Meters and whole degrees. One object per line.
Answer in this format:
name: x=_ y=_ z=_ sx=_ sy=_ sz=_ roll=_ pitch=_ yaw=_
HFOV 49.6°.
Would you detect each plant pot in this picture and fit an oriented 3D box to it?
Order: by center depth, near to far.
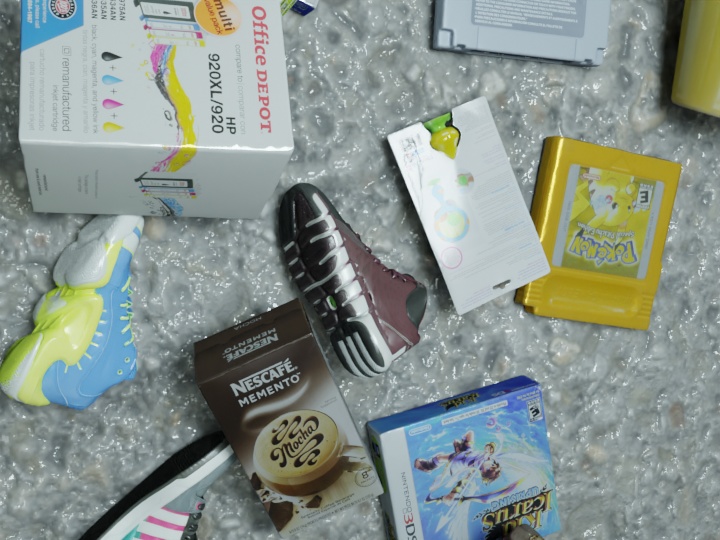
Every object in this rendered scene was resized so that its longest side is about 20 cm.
plant pot: x=0.433 y=-0.258 z=0.843 sx=0.200 sy=0.201 sz=0.189 roll=6 pitch=112 yaw=-19

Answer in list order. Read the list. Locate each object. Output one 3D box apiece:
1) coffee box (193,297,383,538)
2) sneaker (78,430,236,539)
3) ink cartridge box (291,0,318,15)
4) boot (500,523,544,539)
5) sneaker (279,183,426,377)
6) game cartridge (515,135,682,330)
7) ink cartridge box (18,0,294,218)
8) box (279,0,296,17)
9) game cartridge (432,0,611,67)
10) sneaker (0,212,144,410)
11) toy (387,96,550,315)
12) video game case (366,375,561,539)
coffee box: x=-0.068 y=0.143 z=0.748 sx=0.113 sy=0.080 sz=0.200 roll=-24 pitch=117 yaw=-3
sneaker: x=-0.172 y=0.258 z=0.754 sx=0.200 sy=0.084 sz=0.121 roll=-40 pitch=103 yaw=-2
ink cartridge box: x=-0.055 y=-0.356 z=0.733 sx=0.094 sy=0.044 sz=0.200 roll=20 pitch=91 yaw=-21
boot: x=0.099 y=0.330 z=0.800 sx=0.200 sy=0.064 sz=0.186 roll=-40 pitch=154 yaw=15
sneaker: x=0.000 y=0.000 z=0.789 sx=0.115 sy=0.076 sz=0.200 roll=-21 pitch=87 yaw=-44
game cartridge: x=0.274 y=-0.039 z=0.893 sx=0.176 sy=0.032 sz=0.201 roll=8 pitch=94 yaw=-19
ink cartridge box: x=-0.170 y=-0.137 z=0.650 sx=0.199 sy=0.145 sz=0.148 roll=0 pitch=73 yaw=-19
box: x=-0.109 y=-0.331 z=0.680 sx=0.200 sy=0.035 sz=0.110 roll=42 pitch=93 yaw=2
game cartridge: x=0.173 y=-0.292 z=0.824 sx=0.199 sy=0.040 sz=0.134 roll=1 pitch=100 yaw=-19
sneaker: x=-0.239 y=0.040 z=0.721 sx=0.105 sy=0.076 sz=0.200 roll=36 pitch=84 yaw=-38
toy: x=0.112 y=-0.069 z=0.827 sx=0.115 sy=0.047 sz=0.200 roll=-24 pitch=101 yaw=-11
video game case: x=0.120 y=0.232 z=0.871 sx=0.200 sy=0.045 sz=0.182 roll=-14 pitch=102 yaw=-17
